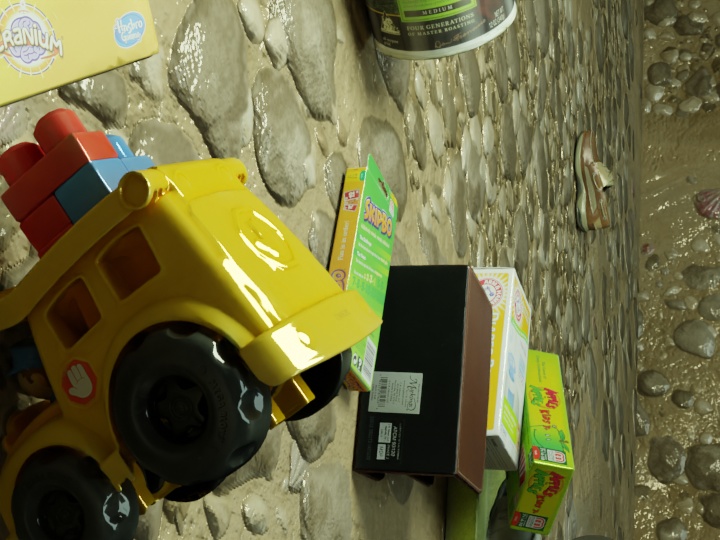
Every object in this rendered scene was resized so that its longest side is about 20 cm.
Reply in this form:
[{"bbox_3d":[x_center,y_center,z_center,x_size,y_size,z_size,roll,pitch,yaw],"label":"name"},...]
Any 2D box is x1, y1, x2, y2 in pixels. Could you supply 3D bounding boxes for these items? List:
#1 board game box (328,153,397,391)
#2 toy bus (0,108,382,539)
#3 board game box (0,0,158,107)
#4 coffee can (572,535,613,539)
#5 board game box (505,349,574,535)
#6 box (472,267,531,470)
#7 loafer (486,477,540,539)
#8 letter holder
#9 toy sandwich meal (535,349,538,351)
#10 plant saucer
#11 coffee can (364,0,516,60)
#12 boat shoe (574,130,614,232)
[{"bbox_3d":[0.000,0.000,1.033,0.096,0.030,0.201,56,40,-56],"label":"board game box"},{"bbox_3d":[-0.121,0.027,0.556,0.192,0.200,0.136,52,22,4],"label":"toy bus"},{"bbox_3d":[-0.182,-0.066,0.371,0.200,0.152,0.041,-47,130,-63],"label":"board game box"},{"bbox_3d":[0.404,0.557,1.893,0.200,0.145,0.147,65,31,-48],"label":"coffee can"},{"bbox_3d":[0.201,0.193,1.291,0.200,0.047,0.102,-84,-174,-57],"label":"board game box"},{"bbox_3d":[0.126,0.108,1.257,0.113,0.101,0.201,58,37,-55],"label":"box"},{"bbox_3d":[0.176,0.295,1.301,0.200,0.069,0.070,-58,137,-68],"label":"loafer"},{"bbox_3d":[0.070,0.111,1.113,0.142,0.100,0.201,46,47,-64],"label":"letter holder"},{"bbox_3d":[0.229,0.204,1.588,0.205,0.070,0.207,-1,90,-74],"label":"toy sandwich meal"},{"bbox_3d":[0.148,0.279,1.381,0.200,0.048,0.201,34,57,-65],"label":"plant saucer"},{"bbox_3d":[0.059,-0.320,1.043,0.147,0.145,0.201,-68,149,-47],"label":"coffee can"},{"bbox_3d":[0.468,-0.177,2.232,0.076,0.073,0.202,-6,95,-70],"label":"boat shoe"}]
